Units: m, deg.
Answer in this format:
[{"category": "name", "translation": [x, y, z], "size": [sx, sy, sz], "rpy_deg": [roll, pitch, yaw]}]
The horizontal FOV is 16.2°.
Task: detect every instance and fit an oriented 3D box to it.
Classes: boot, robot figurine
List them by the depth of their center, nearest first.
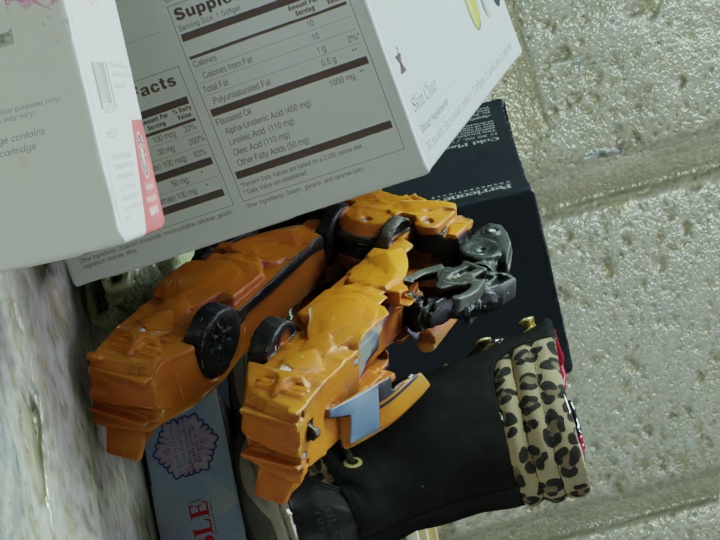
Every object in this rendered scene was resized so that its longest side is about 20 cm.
[{"category": "robot figurine", "translation": [-0.022, 0.020, 1.054], "size": [0.200, 0.144, 0.059], "rpy_deg": [-39, 138, -53]}, {"category": "boot", "translation": [0.019, 0.060, 1.124], "size": [0.200, 0.149, 0.074], "rpy_deg": [-96, 169, -65]}]

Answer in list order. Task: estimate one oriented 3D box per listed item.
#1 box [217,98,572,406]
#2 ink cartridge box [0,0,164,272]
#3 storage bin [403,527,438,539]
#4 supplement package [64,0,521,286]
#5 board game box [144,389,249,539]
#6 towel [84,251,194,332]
[{"category": "box", "translation": [0.000, 0.000, 1.354], "size": [0.182, 0.198, 0.105], "rpy_deg": [-93, 169, -72]}, {"category": "ink cartridge box", "translation": [-0.123, -0.102, 0.828], "size": [0.116, 0.067, 0.202], "rpy_deg": [-57, 134, -86]}, {"category": "storage bin", "translation": [-0.011, 0.132, 1.531], "size": [0.200, 0.093, 0.200], "rpy_deg": [66, 10, -73]}, {"category": "supplement package", "translation": [-0.038, -0.094, 1.028], "size": [0.200, 0.155, 0.112], "rpy_deg": [-54, 124, -67]}, {"category": "board game box", "translation": [-0.045, 0.181, 1.165], "size": [0.200, 0.041, 0.201], "rpy_deg": [66, 9, -66]}, {"category": "towel", "translation": [-0.106, -0.040, 1.139], "size": [0.200, 0.036, 0.150], "rpy_deg": [51, 26, -82]}]
